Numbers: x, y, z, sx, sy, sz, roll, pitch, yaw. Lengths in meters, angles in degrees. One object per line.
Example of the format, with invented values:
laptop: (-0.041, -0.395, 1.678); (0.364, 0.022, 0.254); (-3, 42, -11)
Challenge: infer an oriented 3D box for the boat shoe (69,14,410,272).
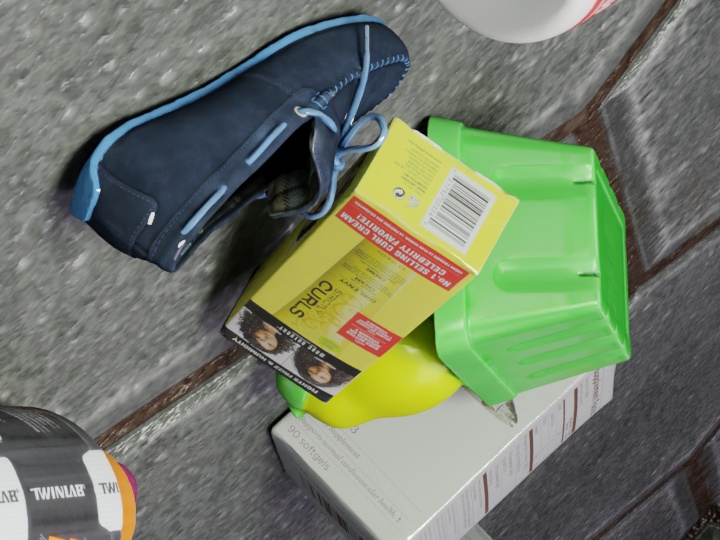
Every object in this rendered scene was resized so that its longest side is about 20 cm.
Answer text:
boat shoe: (-0.042, -0.049, 1.012); (0.200, 0.069, 0.084); (-35, 160, -36)

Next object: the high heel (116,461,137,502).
high heel: (-0.200, 0.165, 1.135); (0.200, 0.067, 0.096); (-34, 174, 5)

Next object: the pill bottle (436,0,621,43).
pill bottle: (0.118, -0.185, 1.000); (0.200, 0.114, 0.114); (-30, 157, -38)

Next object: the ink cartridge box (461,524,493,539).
ink cartridge box: (0.033, 0.294, 1.914); (0.145, 0.084, 0.200); (-51, 161, 19)

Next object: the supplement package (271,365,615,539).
supplement package: (0.057, 0.091, 1.465); (0.200, 0.117, 0.117); (-42, 162, -11)

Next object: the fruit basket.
fruit basket: (0.048, 0.010, 1.296); (0.215, 0.156, 0.216); (-1, 167, 0)

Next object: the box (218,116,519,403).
box: (0.000, 0.000, 1.110); (0.050, 0.075, 0.200); (-60, -171, -30)

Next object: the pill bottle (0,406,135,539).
pill bottle: (-0.175, 0.113, 1.011); (0.106, 0.106, 0.200); (-49, 163, 12)
